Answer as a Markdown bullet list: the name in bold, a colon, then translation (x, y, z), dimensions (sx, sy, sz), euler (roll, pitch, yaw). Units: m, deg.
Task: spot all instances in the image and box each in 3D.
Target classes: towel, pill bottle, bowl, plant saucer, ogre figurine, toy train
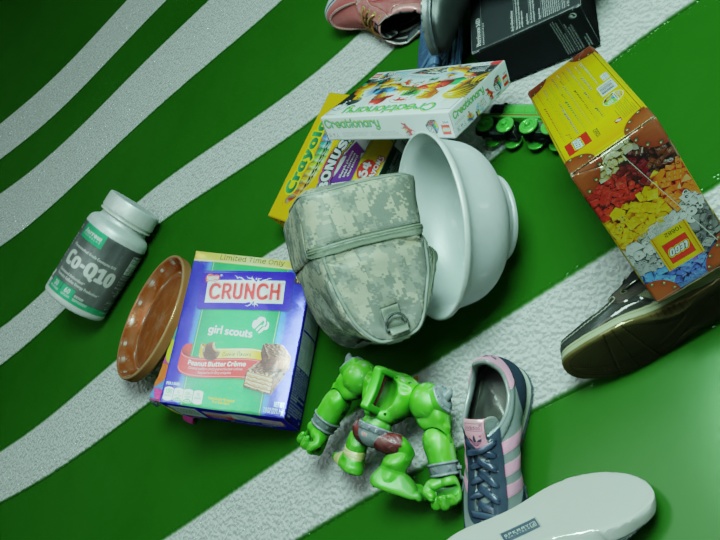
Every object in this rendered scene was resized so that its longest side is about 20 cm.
- **towel**: translation (0.109, -0.341, 0.970), dimensions (0.112, 0.047, 0.205), euler (151, 123, -81)
- **pill bottle**: translation (-0.437, -0.027, 1.262), dimensions (0.112, 0.113, 0.202), euler (31, 89, 44)
- **bowl**: translation (0.111, -0.052, 0.809), dimensions (0.201, 0.089, 0.206), euler (174, 90, -74)
- **plant saucer**: translation (-0.312, 0.075, 1.134), dimensions (0.199, 0.032, 0.203), euler (-37, 39, 37)
- **ogre figurine**: translation (0.028, 0.165, 0.788), dimensions (0.199, 0.097, 0.122), euler (13, 87, 54)
- **toy train**: translation (0.219, -0.168, 0.845), dimensions (0.198, 0.042, 0.057), euler (14, 67, 43)

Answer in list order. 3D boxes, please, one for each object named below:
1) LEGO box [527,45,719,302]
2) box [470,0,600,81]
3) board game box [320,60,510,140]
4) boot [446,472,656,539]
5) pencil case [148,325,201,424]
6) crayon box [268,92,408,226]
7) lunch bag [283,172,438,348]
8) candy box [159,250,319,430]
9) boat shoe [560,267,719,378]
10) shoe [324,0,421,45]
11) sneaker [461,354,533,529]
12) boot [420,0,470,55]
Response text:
- **LEGO box**: translation (0.236, -0.095, 0.667), dimensions (0.077, 0.149, 0.201), euler (-33, 24, 20)
- **box**: translation (0.212, -0.353, 0.922), dimensions (0.139, 0.079, 0.204), euler (-14, 60, 31)
- **board game box**: translation (0.062, -0.200, 0.881), dimensions (0.198, 0.035, 0.126), euler (8, 42, 42)
- **boot**: translation (0.168, 0.252, 0.650), dimensions (0.197, 0.092, 0.073), euler (-20, 23, 1)
- **pencil case**: translation (-0.225, 0.108, 1.037), dimensions (0.087, 0.088, 0.203), euler (8, 72, 41)
- **crayon box**: translation (-0.017, -0.135, 1.009), dimensions (0.171, 0.058, 0.203), euler (20, 81, 44)
- **lunch bag**: translation (0.000, 0.000, 0.811), dimensions (0.200, 0.137, 0.171), euler (154, 104, -76)
- **candy box**: translation (-0.144, 0.087, 0.943), dimensions (0.166, 0.077, 0.204), euler (5, 68, 12)
- **boat shoe**: translation (0.271, 0.029, 0.680), dimensions (0.199, 0.072, 0.067), euler (-34, 39, 21)
- **shoe**: translation (0.024, -0.381, 1.096), dimensions (0.197, 0.071, 0.093), euler (-6, 58, 32)
- **sneaker**: translation (0.120, 0.180, 0.711), dimensions (0.069, 0.082, 0.204), euler (-10, 62, 34)
- **boot**: translation (0.172, -0.340, 0.850), dimensions (0.196, 0.065, 0.169), euler (1, 85, 21)
